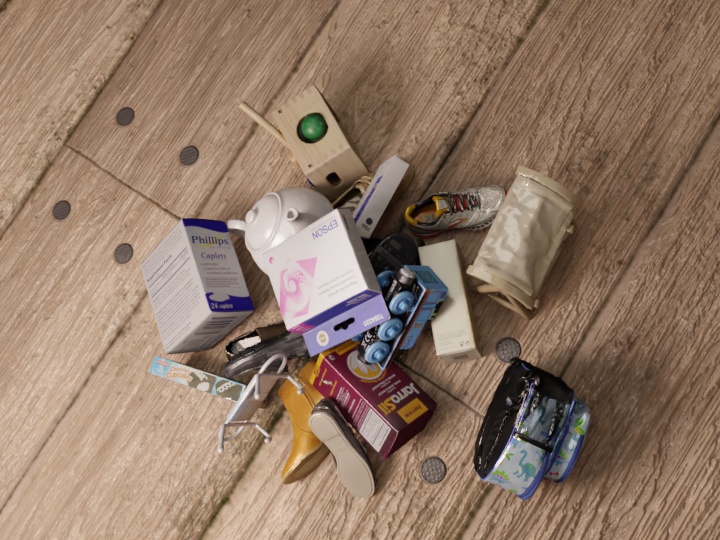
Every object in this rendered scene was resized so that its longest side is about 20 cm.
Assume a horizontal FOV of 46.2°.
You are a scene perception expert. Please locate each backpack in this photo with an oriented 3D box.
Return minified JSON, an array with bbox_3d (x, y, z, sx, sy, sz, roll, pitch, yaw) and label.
[{"bbox_3d":[0.278,0.267,1.373,0.147,0.183,0.201,26,93,1],"label":"backpack"}]

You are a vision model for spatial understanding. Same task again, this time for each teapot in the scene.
[{"bbox_3d":[-0.152,-0.077,1.582,0.200,0.146,0.198,-51,37,26],"label":"teapot"}]

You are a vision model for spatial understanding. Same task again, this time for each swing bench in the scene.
[{"bbox_3d":[0.280,-0.041,1.437,0.129,0.200,0.199,26,84,12],"label":"swing bench"}]

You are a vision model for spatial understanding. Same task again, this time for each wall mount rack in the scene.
[{"bbox_3d":[-0.184,0.241,1.468,0.075,0.174,0.200,39,102,25],"label":"wall mount rack"}]

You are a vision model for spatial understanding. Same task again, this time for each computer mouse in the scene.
[{"bbox_3d":[0.000,0.000,1.507,0.140,0.046,0.200,34,92,-8],"label":"computer mouse"}]

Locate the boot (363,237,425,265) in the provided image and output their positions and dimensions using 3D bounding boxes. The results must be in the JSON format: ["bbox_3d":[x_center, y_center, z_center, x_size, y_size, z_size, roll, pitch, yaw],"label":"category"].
[{"bbox_3d":[0.029,0.025,1.571,0.150,0.073,0.201,12,80,20],"label":"boot"}]

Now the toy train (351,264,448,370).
[{"bbox_3d":[0.063,0.081,1.441,0.087,0.114,0.200,52,128,41],"label":"toy train"}]

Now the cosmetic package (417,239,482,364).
[{"bbox_3d":[0.160,0.058,1.507,0.073,0.104,0.201,-12,73,11],"label":"cosmetic package"}]

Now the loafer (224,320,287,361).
[{"bbox_3d":[-0.169,0.137,1.599,0.199,0.071,0.073,-22,70,10],"label":"loafer"}]

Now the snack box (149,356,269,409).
[{"bbox_3d":[-0.283,0.211,1.589,0.199,0.116,0.037,15,81,20],"label":"snack box"}]

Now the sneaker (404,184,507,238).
[{"bbox_3d":[0.174,-0.110,1.551,0.199,0.082,0.078,-18,71,19],"label":"sneaker"}]

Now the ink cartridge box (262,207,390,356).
[{"bbox_3d":[-0.063,0.024,1.425,0.196,0.043,0.201,-29,76,35],"label":"ink cartridge box"}]

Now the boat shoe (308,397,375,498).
[{"bbox_3d":[-0.023,0.310,1.481,0.067,0.057,0.200,-19,113,24],"label":"boat shoe"}]

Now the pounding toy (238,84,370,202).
[{"bbox_3d":[-0.102,-0.248,1.618,0.142,0.200,0.184,-32,68,6],"label":"pounding toy"}]

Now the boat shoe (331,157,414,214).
[{"bbox_3d":[0.019,-0.148,1.626,0.200,0.065,0.071,-41,68,2],"label":"boat shoe"}]

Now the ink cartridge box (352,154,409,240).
[{"bbox_3d":[0.016,-0.111,1.539,0.039,0.099,0.200,33,79,-11],"label":"ink cartridge box"}]

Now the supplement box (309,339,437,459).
[{"bbox_3d":[0.021,0.216,1.487,0.200,0.086,0.110,43,46,22],"label":"supplement box"}]

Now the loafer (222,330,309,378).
[{"bbox_3d":[-0.153,0.157,1.542,0.200,0.068,0.071,-23,98,-4],"label":"loafer"}]

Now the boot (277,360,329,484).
[{"bbox_3d":[-0.110,0.276,1.552,0.144,0.071,0.201,40,85,28],"label":"boot"}]

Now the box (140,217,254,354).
[{"bbox_3d":[-0.315,0.031,1.613,0.184,0.105,0.201,-38,64,40],"label":"box"}]
